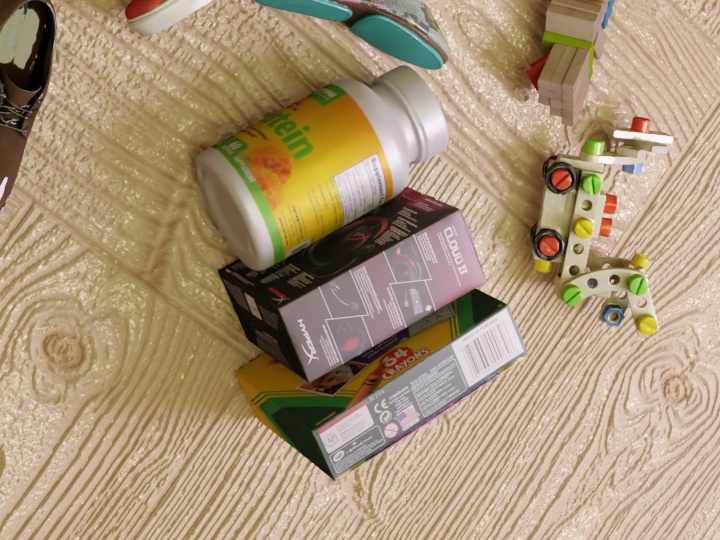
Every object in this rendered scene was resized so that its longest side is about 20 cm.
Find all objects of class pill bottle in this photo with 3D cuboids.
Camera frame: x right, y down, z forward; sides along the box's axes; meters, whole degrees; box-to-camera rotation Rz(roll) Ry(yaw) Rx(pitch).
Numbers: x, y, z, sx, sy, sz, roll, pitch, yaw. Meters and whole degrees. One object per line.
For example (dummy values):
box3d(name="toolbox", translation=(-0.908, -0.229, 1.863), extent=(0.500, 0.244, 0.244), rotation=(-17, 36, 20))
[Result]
box3d(name="pill bottle", translation=(-0.029, -0.093, 1.528), extent=(0.199, 0.111, 0.112), rotation=(-30, 112, -16))

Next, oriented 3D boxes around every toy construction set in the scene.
box3d(name="toy construction set", translation=(0.225, -0.046, 1.667), extent=(0.130, 0.092, 0.202), rotation=(9, 90, -1))

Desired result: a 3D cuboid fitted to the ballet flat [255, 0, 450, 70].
box3d(name="ballet flat", translation=(-0.002, -0.235, 1.542), extent=(0.199, 0.069, 0.072), rotation=(18, 74, -26))

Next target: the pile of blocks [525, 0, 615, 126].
box3d(name="pile of blocks", translation=(0.191, -0.235, 1.638), extent=(0.062, 0.082, 0.202), rotation=(16, 84, 16))

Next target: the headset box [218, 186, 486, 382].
box3d(name="headset box", translation=(0.000, 0.000, 1.541), extent=(0.199, 0.148, 0.075), rotation=(-29, 112, -17))

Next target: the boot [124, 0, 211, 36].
box3d(name="boot", translation=(-0.144, -0.296, 1.456), extent=(0.200, 0.072, 0.145), rotation=(-47, 116, -18))

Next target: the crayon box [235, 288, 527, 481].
box3d(name="crayon box", translation=(0.015, 0.079, 1.551), extent=(0.199, 0.172, 0.059), rotation=(-32, 116, -16))

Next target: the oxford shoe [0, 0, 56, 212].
box3d(name="oxford shoe", translation=(-0.285, -0.128, 1.418), extent=(0.072, 0.084, 0.202), rotation=(9, 99, -28))
